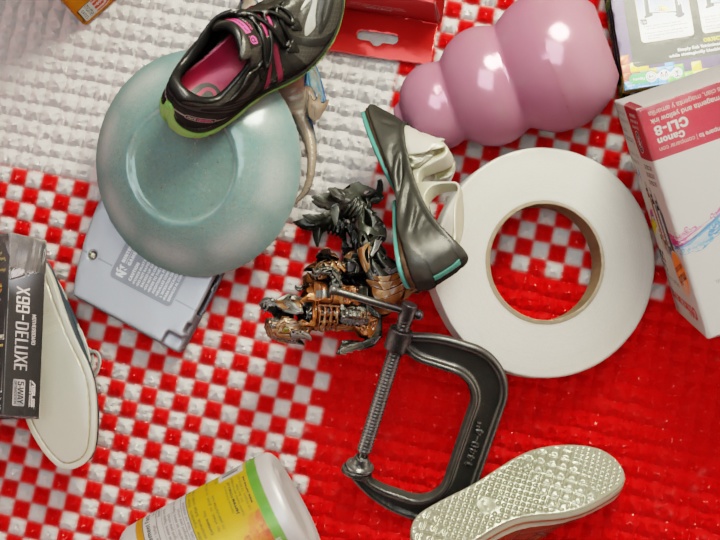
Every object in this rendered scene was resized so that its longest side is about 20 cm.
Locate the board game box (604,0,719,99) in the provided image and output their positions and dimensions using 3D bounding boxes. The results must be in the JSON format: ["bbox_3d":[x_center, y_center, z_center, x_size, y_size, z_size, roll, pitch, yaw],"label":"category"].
[{"bbox_3d":[0.319,-0.247,1.418,0.198,0.057,0.167,-7,79,5],"label":"board game box"}]

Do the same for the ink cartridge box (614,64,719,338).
[{"bbox_3d":[0.315,-0.066,1.323,0.143,0.145,0.202,-19,98,4],"label":"ink cartridge box"}]

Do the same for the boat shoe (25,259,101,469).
[{"bbox_3d":[-0.278,0.083,1.433,0.074,0.062,0.202,-25,78,5],"label":"boat shoe"}]

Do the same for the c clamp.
[{"bbox_3d":[0.039,0.121,1.377,0.169,0.027,0.202,11,107,-1],"label":"c clamp"}]

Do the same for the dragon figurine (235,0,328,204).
[{"bbox_3d":[-0.064,-0.169,1.445,0.058,0.099,0.202,-18,99,0],"label":"dragon figurine"}]

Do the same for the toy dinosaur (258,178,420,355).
[{"bbox_3d":[0.000,0.000,1.405,0.199,0.102,0.137,-14,79,-40],"label":"toy dinosaur"}]

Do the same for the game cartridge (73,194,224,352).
[{"bbox_3d":[-0.175,-0.043,1.454,0.132,0.040,0.201,28,86,6],"label":"game cartridge"}]

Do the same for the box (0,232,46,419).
[{"bbox_3d":[-0.372,0.054,1.414,0.198,0.050,0.160,-5,80,31],"label":"box"}]

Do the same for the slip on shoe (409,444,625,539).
[{"bbox_3d":[0.136,0.209,1.376,0.198,0.061,0.074,-23,53,-10],"label":"slip on shoe"}]

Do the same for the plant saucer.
[{"bbox_3d":[-0.151,-0.095,1.396,0.199,0.039,0.204,1,93,17],"label":"plant saucer"}]

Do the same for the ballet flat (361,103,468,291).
[{"bbox_3d":[0.052,-0.069,1.352,0.068,0.068,0.202,-19,54,9],"label":"ballet flat"}]

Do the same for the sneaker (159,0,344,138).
[{"bbox_3d":[-0.086,-0.190,1.339,0.077,0.084,0.200,43,76,8],"label":"sneaker"}]

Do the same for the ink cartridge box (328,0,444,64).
[{"bbox_3d":[0.026,-0.300,1.451,0.115,0.067,0.202,9,84,7],"label":"ink cartridge box"}]

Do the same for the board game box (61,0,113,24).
[{"bbox_3d":[-0.263,-0.386,1.426,0.200,0.200,0.200,-41,80,-1],"label":"board game box"}]

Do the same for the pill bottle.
[{"bbox_3d":[-0.140,0.252,1.370,0.199,0.111,0.112,-28,80,2],"label":"pill bottle"}]

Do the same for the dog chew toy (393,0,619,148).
[{"bbox_3d":[0.124,-0.167,1.399,0.198,0.124,0.126,-20,80,11],"label":"dog chew toy"}]

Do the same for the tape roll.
[{"bbox_3d":[0.158,-0.006,1.389,0.200,0.037,0.205,0,87,-7],"label":"tape roll"}]
